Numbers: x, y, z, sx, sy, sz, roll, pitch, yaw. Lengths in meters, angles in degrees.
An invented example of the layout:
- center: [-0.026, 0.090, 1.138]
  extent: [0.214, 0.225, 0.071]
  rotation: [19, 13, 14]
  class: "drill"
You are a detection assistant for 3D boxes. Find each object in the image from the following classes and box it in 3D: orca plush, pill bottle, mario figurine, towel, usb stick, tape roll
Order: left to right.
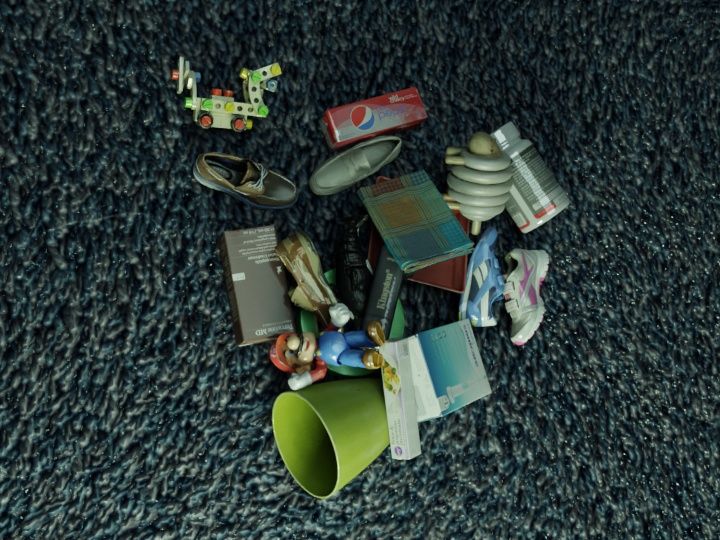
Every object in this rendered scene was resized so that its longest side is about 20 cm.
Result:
- center: [-0.066, 0.128, 1.466]
  extent: [0.124, 0.198, 0.107]
  rotation: [-55, 133, -59]
  class: "mario figurine"
- center: [-0.019, 0.094, 1.616]
  extent: [0.198, 0.048, 0.203]
  rotation: [4, 77, -17]
  class: "tape roll"
- center: [0.000, 0.000, 1.562]
  extent: [0.104, 0.071, 0.202]
  rotation: [7, 86, -5]
  class: "orca plush"
- center: [0.040, 0.046, 1.540]
  extent: [0.055, 0.033, 0.202]
  rotation: [11, 72, 12]
  class: "usb stick"
- center: [0.097, -0.093, 1.579]
  extent: [0.145, 0.022, 0.201]
  rotation: [-18, 57, -18]
  class: "towel"
- center: [0.315, -0.187, 1.747]
  extent: [0.113, 0.114, 0.201]
  rotation: [-34, 91, -21]
  class: "pill bottle"

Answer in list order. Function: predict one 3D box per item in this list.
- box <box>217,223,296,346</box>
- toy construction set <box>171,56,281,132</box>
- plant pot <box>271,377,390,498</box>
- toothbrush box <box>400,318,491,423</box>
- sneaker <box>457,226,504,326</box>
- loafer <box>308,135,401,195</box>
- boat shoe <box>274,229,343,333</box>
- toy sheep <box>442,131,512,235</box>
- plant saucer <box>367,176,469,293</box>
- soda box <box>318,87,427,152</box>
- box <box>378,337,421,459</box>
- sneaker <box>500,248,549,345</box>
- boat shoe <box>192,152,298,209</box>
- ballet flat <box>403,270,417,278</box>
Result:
- center: [-0.186, 0.026, 1.563]
  extent: [0.099, 0.075, 0.202]
  rotation: [-10, 84, -19]
  class: "box"
- center: [-0.247, -0.323, 1.603]
  extent: [0.198, 0.092, 0.132]
  rotation: [6, 102, -9]
  class: "toy construction set"
- center: [-0.020, 0.263, 1.528]
  extent: [0.199, 0.187, 0.189]
  rotation: [-20, 85, -36]
  class: "plant pot"
- center: [0.139, 0.178, 1.580]
  extent: [0.199, 0.085, 0.148]
  rotation: [-11, 82, -55]
  class: "toothbrush box"
- center: [0.243, 0.015, 1.695]
  extent: [0.081, 0.074, 0.202]
  rotation: [13, 82, 10]
  class: "sneaker"
- center: [-0.009, -0.205, 1.668]
  extent: [0.199, 0.070, 0.070]
  rotation: [-33, 90, -21]
  class: "loafer"
- center: [-0.092, 0.032, 1.539]
  extent: [0.073, 0.076, 0.202]
  rotation: [-23, 95, -10]
  class: "boat shoe"
- center: [0.222, -0.164, 1.664]
  extent: [0.137, 0.138, 0.202]
  rotation: [-9, 120, -19]
  class: "toy sheep"
- center: [0.109, -0.063, 1.681]
  extent: [0.198, 0.037, 0.201]
  rotation: [14, 64, -14]
  class: "plant saucer"
- center: [0.025, -0.292, 1.701]
  extent: [0.198, 0.063, 0.071]
  rotation: [-19, 85, -20]
  class: "soda box"
- center: [0.066, 0.216, 1.490]
  extent: [0.041, 0.038, 0.202]
  rotation: [-11, 94, -53]
  class: "box"
- center: [0.307, 0.046, 1.721]
  extent: [0.087, 0.081, 0.202]
  rotation: [15, 67, -13]
  class: "sneaker"
- center: [-0.204, -0.163, 1.595]
  extent: [0.198, 0.072, 0.073]
  rotation: [13, 75, -15]
  class: "boat shoe"
- center: [0.111, -0.077, 1.628]
  extent: [0.073, 0.073, 0.201]
  rotation: [27, 61, -11]
  class: "ballet flat"
